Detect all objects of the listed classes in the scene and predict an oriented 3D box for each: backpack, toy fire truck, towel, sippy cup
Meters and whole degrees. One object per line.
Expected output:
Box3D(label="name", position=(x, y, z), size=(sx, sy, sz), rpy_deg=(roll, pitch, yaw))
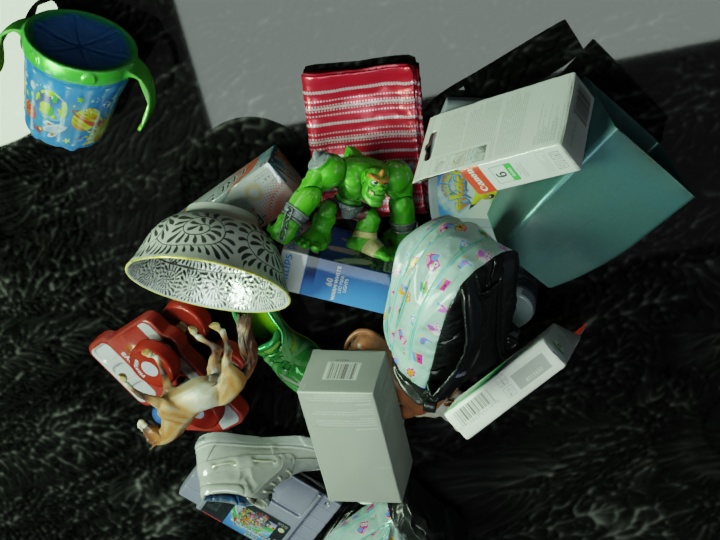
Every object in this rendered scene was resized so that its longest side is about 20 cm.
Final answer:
Box3D(label="backpack", position=(0.103, 0.040, 1.525), size=(0.126, 0.167, 0.200), rpy_deg=(32, 140, 25))
Box3D(label="backpack", position=(0.032, 0.388, 1.842), size=(0.200, 0.127, 0.167), rpy_deg=(-37, 111, 24))
Box3D(label="toy fire truck", position=(-0.249, 0.139, 1.770), size=(0.200, 0.112, 0.168), rpy_deg=(47, 135, -16))
Box3D(label="towel", position=(0.007, -0.156, 1.635), size=(0.144, 0.023, 0.200), rpy_deg=(-3, 116, 8))
Box3D(label="sippy cup", position=(-0.343, -0.220, 1.585), size=(0.178, 0.139, 0.131), rpy_deg=(43, 132, 27))

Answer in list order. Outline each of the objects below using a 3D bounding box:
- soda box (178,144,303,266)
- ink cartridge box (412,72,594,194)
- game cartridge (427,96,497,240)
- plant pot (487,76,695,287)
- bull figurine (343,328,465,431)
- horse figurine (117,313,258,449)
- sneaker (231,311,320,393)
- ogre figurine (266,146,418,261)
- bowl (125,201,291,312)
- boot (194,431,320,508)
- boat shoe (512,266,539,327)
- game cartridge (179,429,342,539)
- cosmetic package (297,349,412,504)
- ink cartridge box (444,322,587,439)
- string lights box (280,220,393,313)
Box3D(label="soda box", position=(-0.166, -0.071, 1.671), size=(0.200, 0.064, 0.068), rpy_deg=(-33, 109, 19))
Box3D(label="ink cartridge box", position=(0.162, -0.147, 1.516), size=(0.200, 0.109, 0.050), rpy_deg=(-13, 136, 37))
Box3D(label="game cartridge", position=(0.149, -0.113, 1.635), size=(0.133, 0.040, 0.200), rpy_deg=(3, 116, 8))
Box3D(label="plant pot", position=(0.254, -0.089, 1.559), size=(0.141, 0.141, 0.200), rpy_deg=(35, 112, -24))
Box3D(label="bull figurine", position=(0.052, 0.155, 1.758), size=(0.200, 0.065, 0.121), rpy_deg=(39, 120, -8))
Box3D(label="horse figurine", position=(-0.203, 0.136, 1.646), size=(0.200, 0.050, 0.133), rpy_deg=(-30, 120, -2))
Box3D(label="sneaker", position=(-0.114, 0.096, 1.735), size=(0.074, 0.084, 0.200), rpy_deg=(-31, 108, 21))
Box3D(label="ogre figurine", position=(-0.010, -0.082, 1.599), size=(0.199, 0.098, 0.120), rpy_deg=(10, 106, -14))
Box3D(label="bowl", position=(-0.173, -0.024, 1.587), size=(0.200, 0.201, 0.094), rpy_deg=(9, 74, 1))
Box3D(label="boot", position=(-0.125, 0.276, 1.789), size=(0.199, 0.096, 0.074), rpy_deg=(5, 148, -19))
Box3D(label="boat shoe", position=(0.143, 0.052, 1.695), size=(0.200, 0.091, 0.071), rpy_deg=(-22, 113, 31))
Box3D(label="game cartridge", position=(-0.142, 0.319, 1.878), size=(0.200, 0.038, 0.130), rpy_deg=(32, 111, -10))
Box3D(label="cosmetic package", position=(-0.004, 0.204, 1.717), size=(0.107, 0.090, 0.200), rpy_deg=(0, 130, 16))
Box3D(label="ink cartridge box", position=(0.199, 0.121, 1.663), size=(0.161, 0.200, 0.050), rpy_deg=(-41, 90, 22))
Box3D(label="string lights box", position=(0.000, 0.000, 1.666), size=(0.199, 0.103, 0.059), rpy_deg=(13, 116, -2))
